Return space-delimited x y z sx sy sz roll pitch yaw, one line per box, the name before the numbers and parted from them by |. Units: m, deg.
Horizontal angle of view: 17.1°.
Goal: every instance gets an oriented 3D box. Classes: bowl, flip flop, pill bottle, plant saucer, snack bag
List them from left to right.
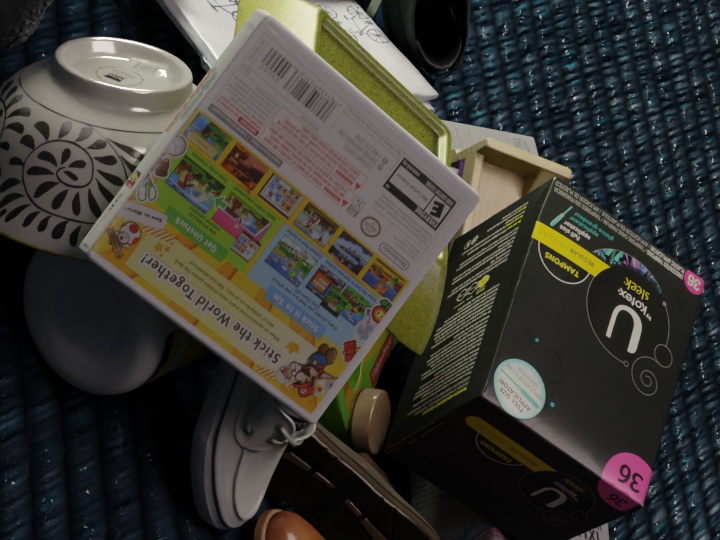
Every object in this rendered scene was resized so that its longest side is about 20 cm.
bowl | -0.156 -0.088 1.513 0.200 0.095 0.201 11 26 -5
pill bottle | -0.122 0.003 1.584 0.200 0.112 0.112 -25 90 -54
snack bag | -0.062 -0.181 1.752 0.199 0.021 0.189 3 37 -39
flip flop | -0.010 0.157 1.675 0.200 0.081 0.058 46 27 -16
plant saucer | -0.003 -0.077 1.572 0.200 0.048 0.201 41 33 -30

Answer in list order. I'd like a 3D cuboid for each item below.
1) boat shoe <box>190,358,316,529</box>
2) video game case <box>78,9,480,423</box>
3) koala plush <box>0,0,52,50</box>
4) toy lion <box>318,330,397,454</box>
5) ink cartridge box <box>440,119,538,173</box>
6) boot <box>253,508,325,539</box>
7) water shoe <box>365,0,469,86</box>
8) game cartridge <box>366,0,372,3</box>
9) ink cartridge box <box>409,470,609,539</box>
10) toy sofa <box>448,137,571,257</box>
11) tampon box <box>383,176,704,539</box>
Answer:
boat shoe | -0.060 0.086 1.561 0.073 0.067 0.201 -25 131 -54
video game case | -0.046 -0.030 1.472 0.200 0.023 0.182 39 86 -31
koala plush | -0.215 -0.283 1.604 0.178 0.183 0.200 51 26 -19
toy lion | 0.000 0.000 1.698 0.200 0.068 0.192 -64 153 -45
ink cartridge box | 0.083 -0.069 1.946 0.200 0.039 0.100 8 65 -51
boot | 0.031 0.225 1.608 0.200 0.154 0.074 55 37 -13
water shoe | 0.039 -0.172 1.835 0.071 0.200 0.079 -9 52 -19
game cartridge | -0.032 -0.263 1.870 0.200 0.038 0.130 25 23 -42
ink cartridge box | 0.114 0.233 1.769 0.145 0.083 0.201 24 53 -41
toy sofa | 0.093 0.008 1.850 0.083 0.098 0.201 19 70 -23
tampon box | 0.133 0.068 1.708 0.150 0.126 0.201 33 54 -18
